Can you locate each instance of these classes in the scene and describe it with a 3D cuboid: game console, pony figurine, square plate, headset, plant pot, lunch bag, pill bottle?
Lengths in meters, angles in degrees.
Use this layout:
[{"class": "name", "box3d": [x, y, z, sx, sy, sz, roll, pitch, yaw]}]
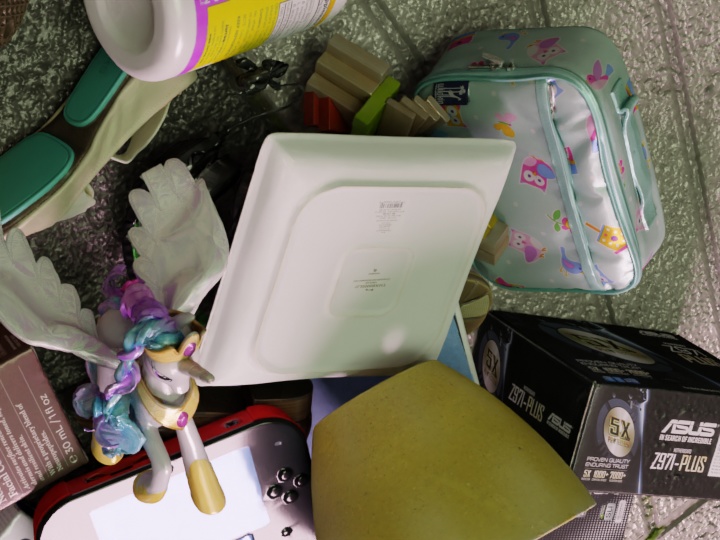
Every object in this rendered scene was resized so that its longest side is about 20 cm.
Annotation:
[{"class": "game console", "box3d": [-0.120, 0.195, 1.191, 0.198, 0.031, 0.178, -21, 121, -13]}, {"class": "pony figurine", "box3d": [-0.143, 0.045, 1.066, 0.165, 0.194, 0.201, -23, 148, -23]}, {"class": "square plate", "box3d": [0.000, 0.000, 1.136, 0.198, 0.028, 0.199, -2, 126, -32]}, {"class": "headset", "box3d": [-0.092, -0.047, 1.130, 0.123, 0.094, 0.201, 25, 107, 7]}, {"class": "plant pot", "box3d": [0.044, 0.148, 1.173, 0.199, 0.200, 0.143, -26, 80, -17]}, {"class": "lunch bag", "box3d": [0.132, -0.078, 1.211, 0.077, 0.159, 0.201, -48, 129, -37]}, {"class": "pill bottle", "box3d": [-0.074, -0.197, 1.090, 0.199, 0.104, 0.105, -26, 119, -37]}]

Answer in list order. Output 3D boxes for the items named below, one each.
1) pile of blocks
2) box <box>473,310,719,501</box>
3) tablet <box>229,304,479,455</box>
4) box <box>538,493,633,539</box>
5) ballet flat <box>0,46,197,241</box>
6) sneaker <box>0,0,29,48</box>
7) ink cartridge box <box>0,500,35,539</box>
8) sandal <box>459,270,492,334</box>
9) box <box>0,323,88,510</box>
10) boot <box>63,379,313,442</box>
[{"class": "pile of blocks", "box3d": [0.030, -0.071, 1.178, 0.200, 0.082, 0.062, 45, 58, -13]}, {"class": "box", "box3d": [0.207, 0.106, 1.316, 0.198, 0.164, 0.087, 8, 104, -28]}, {"class": "tablet", "box3d": [-0.011, 0.095, 1.253, 0.198, 0.014, 0.131, -16, 118, 1]}, {"class": "box", "box3d": [0.137, 0.238, 1.394, 0.159, 0.044, 0.202, 5, 104, -28]}, {"class": "ballet flat", "box3d": [-0.184, -0.078, 1.117, 0.200, 0.069, 0.069, -48, 121, -5]}, {"class": "sneaker", "box3d": [-0.246, -0.235, 1.036, 0.075, 0.071, 0.202, 14, 124, 14]}, {"class": "ink cartridge box", "box3d": [-0.241, 0.292, 1.224, 0.199, 0.041, 0.201, 39, 87, -31]}, {"class": "sandal", "box3d": [0.004, 0.002, 1.238, 0.198, 0.054, 0.081, 12, 125, -25]}, {"class": "box", "box3d": [-0.294, 0.124, 1.123, 0.199, 0.075, 0.101, -29, 118, -13]}, {"class": "boot", "box3d": [-0.125, 0.171, 1.234, 0.184, 0.064, 0.202, 1, 119, -10]}]
